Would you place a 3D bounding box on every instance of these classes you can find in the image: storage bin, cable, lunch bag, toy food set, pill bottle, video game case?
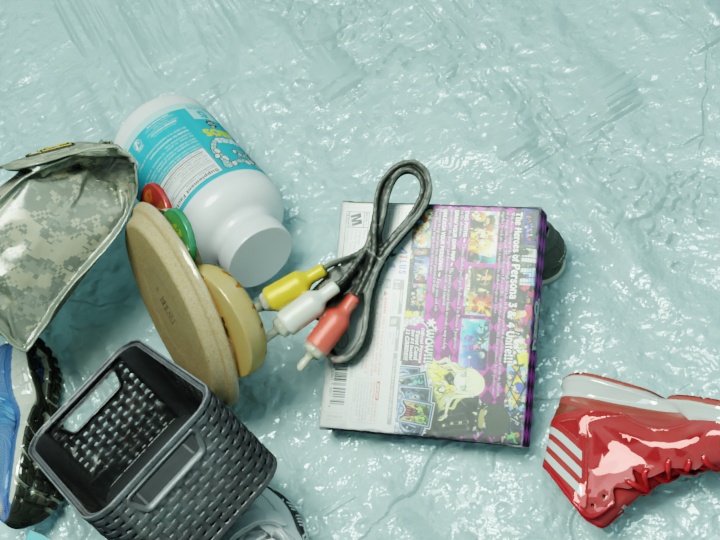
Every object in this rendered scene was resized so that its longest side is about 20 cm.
[{"bbox_3d":[-0.174,0.152,1.051,0.135,0.094,0.200,-47,27,-13],"label":"storage bin"},{"bbox_3d":[0.000,0.000,1.070,0.097,0.050,0.200,44,96,10],"label":"cable"},{"bbox_3d":[-0.288,-0.043,1.157,0.200,0.117,0.164,-52,19,-8],"label":"lunch bag"},{"bbox_3d":[-0.148,0.024,1.113,0.048,0.200,0.198,-26,71,-19],"label":"toy food set"},{"bbox_3d":[-0.146,-0.072,1.221,0.111,0.111,0.200,-38,56,-7],"label":"pill bottle"},{"bbox_3d":[0.061,0.043,1.088,0.180,0.036,0.201,2,81,20],"label":"video game case"}]

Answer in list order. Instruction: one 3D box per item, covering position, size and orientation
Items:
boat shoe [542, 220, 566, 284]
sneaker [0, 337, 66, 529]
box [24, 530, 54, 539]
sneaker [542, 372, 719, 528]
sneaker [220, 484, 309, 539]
[{"bbox_3d":[0.083,-0.004,1.136,0.199,0.057,0.067,-15,56,8],"label":"boat shoe"},{"bbox_3d":[-0.320,0.152,1.169,0.089,0.079,0.201,-25,47,10],"label":"sneaker"},{"bbox_3d":[-0.186,0.276,1.035,0.199,0.082,0.049,15,65,26],"label":"box"},{"bbox_3d":[0.235,0.157,0.990,0.199,0.078,0.116,10,71,37],"label":"sneaker"},{"bbox_3d":[-0.079,0.221,1.014,0.075,0.115,0.200,-34,55,-5],"label":"sneaker"}]
